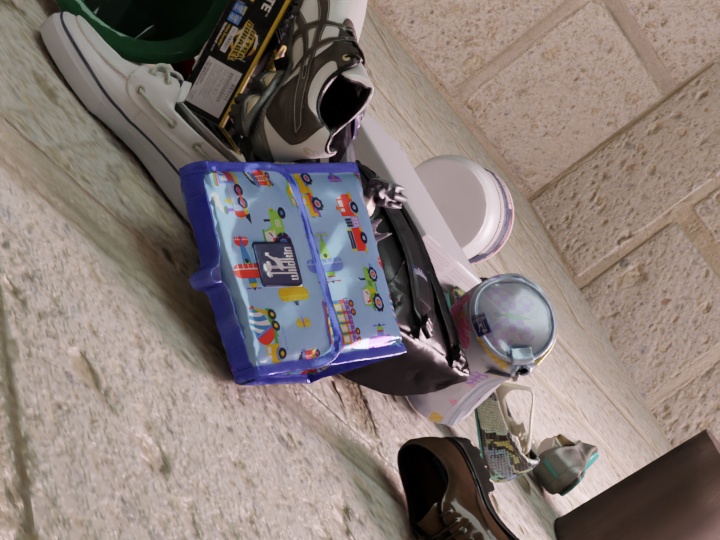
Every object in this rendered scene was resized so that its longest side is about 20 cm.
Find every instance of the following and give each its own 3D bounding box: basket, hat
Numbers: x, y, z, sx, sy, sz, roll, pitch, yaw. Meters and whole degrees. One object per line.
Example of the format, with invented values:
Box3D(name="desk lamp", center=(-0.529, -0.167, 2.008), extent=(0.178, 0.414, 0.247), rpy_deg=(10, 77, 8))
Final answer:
Box3D(name="basket", center=(0.334, 0.278, 1.662), extent=(0.137, 0.199, 0.180), rpy_deg=(54, 12, 6))
Box3D(name="hat", center=(-0.207, -0.219, 1.281), extent=(0.202, 0.165, 0.176), rpy_deg=(62, -30, 0))

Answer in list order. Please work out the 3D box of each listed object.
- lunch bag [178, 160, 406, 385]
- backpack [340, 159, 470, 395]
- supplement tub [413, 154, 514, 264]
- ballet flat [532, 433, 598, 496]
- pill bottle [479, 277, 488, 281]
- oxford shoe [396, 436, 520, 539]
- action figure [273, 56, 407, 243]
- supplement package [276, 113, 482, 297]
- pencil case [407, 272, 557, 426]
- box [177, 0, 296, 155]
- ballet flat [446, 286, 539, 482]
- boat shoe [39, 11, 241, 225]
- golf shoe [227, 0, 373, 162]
Box3D(name="lunch bag", center=(-0.065, 0.003, 1.071), extent=(0.199, 0.093, 0.153), rpy_deg=(-1, 74, -63))
Box3D(name="backpack", center=(0.000, 0.000, 1.289), extent=(0.163, 0.152, 0.203), rpy_deg=(31, 46, -54))
Box3D(name="supplement tub", center=(0.126, -0.080, 2.009), extent=(0.141, 0.140, 0.200), rpy_deg=(56, 11, 9))
Box3D(name="ballet flat", center=(0.245, 0.224, 1.806), extent=(0.064, 0.067, 0.200), rpy_deg=(48, 10, 10))
Box3D(name="pill bottle", center=(0.145, 0.067, 1.726), extent=(0.113, 0.111, 0.200), rpy_deg=(57, 12, 15))
Box3D(name="oxford shoe", center=(0.078, 0.215, 1.154), extent=(0.084, 0.073, 0.201), rpy_deg=(15, 35, -46))
Box3D(name="action figure", center=(-0.027, -0.077, 1.219), extent=(0.069, 0.128, 0.203), rpy_deg=(62, 25, -65))
Box3D(name="supplement package", center=(0.013, -0.052, 1.525), extent=(0.156, 0.110, 0.201), rpy_deg=(37, 20, -57))
Box3D(name="pencil case", center=(0.105, 0.075, 1.363), extent=(0.092, 0.082, 0.200), rpy_deg=(68, -25, 12))
Box3D(name="box", center=(-0.090, -0.187, 1.268), extent=(0.049, 0.161, 0.200), rpy_deg=(26, -2, 1))
Box3D(name="ballet flat", center=(0.137, 0.109, 1.495), extent=(0.074, 0.073, 0.203), rpy_deg=(-61, 139, -78))
Box3D(name="boat shoe", center=(-0.156, -0.126, 1.143), extent=(0.201, 0.066, 0.074), rpy_deg=(50, 11, -20))
Box3D(name="golf shoe", center=(-0.020, -0.157, 1.164), extent=(0.202, 0.093, 0.078), rpy_deg=(-65, 150, -27))
